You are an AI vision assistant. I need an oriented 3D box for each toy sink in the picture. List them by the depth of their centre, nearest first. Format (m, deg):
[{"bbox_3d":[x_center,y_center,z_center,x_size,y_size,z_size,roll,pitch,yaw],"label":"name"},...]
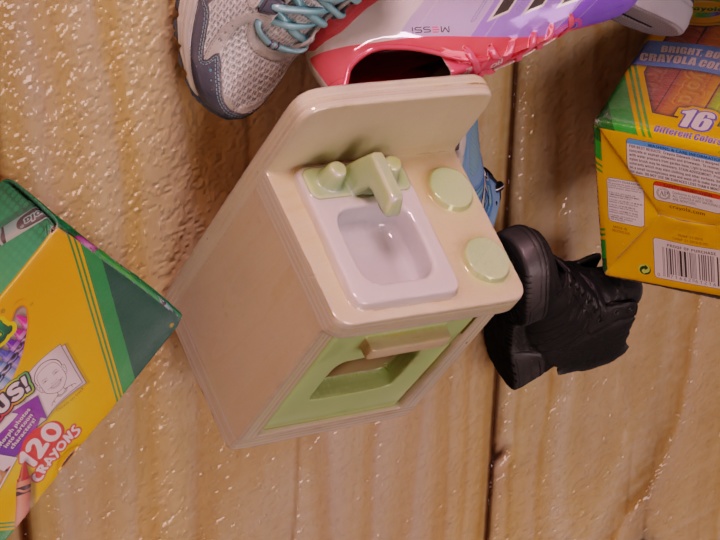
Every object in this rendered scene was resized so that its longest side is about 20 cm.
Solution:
[{"bbox_3d":[0.000,0.000,1.250,0.130,0.113,0.200,-8,151,-36],"label":"toy sink"}]

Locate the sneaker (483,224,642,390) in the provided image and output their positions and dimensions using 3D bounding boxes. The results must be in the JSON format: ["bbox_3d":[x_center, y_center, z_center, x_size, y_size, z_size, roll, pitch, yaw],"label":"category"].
[{"bbox_3d":[0.134,0.015,1.469,0.104,0.060,0.200,-24,152,-13],"label":"sneaker"}]

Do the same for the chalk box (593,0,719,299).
[{"bbox_3d":[0.240,-0.092,1.436,0.200,0.124,0.124,-56,149,-41],"label":"chalk box"}]

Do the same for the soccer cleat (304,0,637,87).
[{"bbox_3d":[0.066,-0.132,1.257,0.198,0.074,0.068,-9,145,-9],"label":"soccer cleat"}]

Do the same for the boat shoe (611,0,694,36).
[{"bbox_3d":[0.125,-0.200,1.330,0.199,0.072,0.071,21,78,-44],"label":"boat shoe"}]

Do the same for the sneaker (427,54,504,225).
[{"bbox_3d":[0.043,-0.055,1.362,0.090,0.078,0.201,-39,145,-43],"label":"sneaker"}]

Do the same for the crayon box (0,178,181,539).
[{"bbox_3d":[-0.203,0.065,1.213,0.200,0.058,0.119,-51,139,-1],"label":"crayon box"}]

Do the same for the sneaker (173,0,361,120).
[{"bbox_3d":[-0.028,-0.165,1.190,0.077,0.086,0.201,12,109,-46],"label":"sneaker"}]
